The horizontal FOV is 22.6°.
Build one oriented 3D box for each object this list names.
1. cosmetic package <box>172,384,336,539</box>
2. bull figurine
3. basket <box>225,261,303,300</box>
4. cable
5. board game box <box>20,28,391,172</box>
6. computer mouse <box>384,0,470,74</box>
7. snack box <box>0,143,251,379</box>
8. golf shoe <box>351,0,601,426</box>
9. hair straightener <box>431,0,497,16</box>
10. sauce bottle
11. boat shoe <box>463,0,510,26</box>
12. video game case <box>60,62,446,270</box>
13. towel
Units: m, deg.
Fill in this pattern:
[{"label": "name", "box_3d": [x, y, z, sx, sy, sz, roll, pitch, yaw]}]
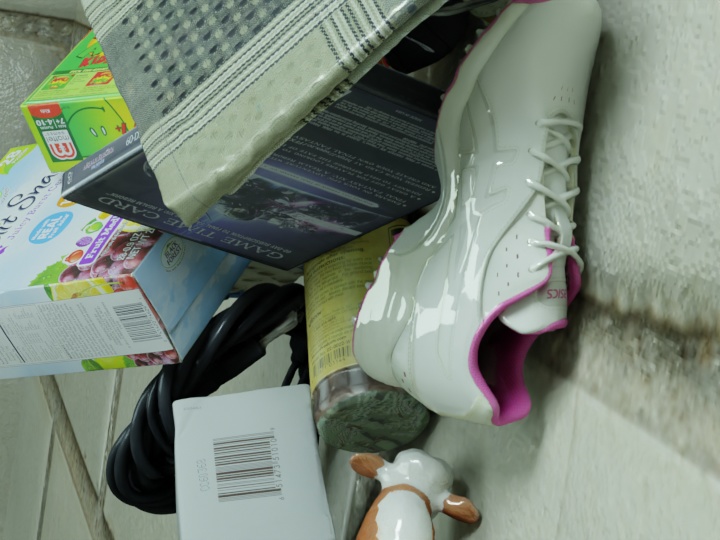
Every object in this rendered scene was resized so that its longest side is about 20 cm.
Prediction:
[{"label": "cosmetic package", "box_3d": [-0.056, 0.173, 0.992, 0.200, 0.081, 0.113, 88, 174, -45]}, {"label": "bull figurine", "box_3d": [0.019, 0.180, 0.843, 0.200, 0.065, 0.121, -96, 16, -45]}, {"label": "basket", "box_3d": [-0.101, -0.057, 1.190, 0.200, 0.139, 0.177, -3, 79, 43]}, {"label": "cable", "box_3d": [-0.074, 0.087, 1.052, 0.051, 0.163, 0.200, 48, 130, 21]}, {"label": "board game box", "box_3d": [-0.079, -0.107, 1.011, 0.102, 0.200, 0.048, -59, -42, -46]}, {"label": "computer mouse", "box_3d": [0.023, -0.127, 0.894, 0.200, 0.046, 0.141, 56, -140, -68]}, {"label": "snack box", "box_3d": [-0.158, -0.014, 1.038, 0.068, 0.200, 0.169, 63, -144, -27]}, {"label": "golf shoe", "box_3d": [0.070, -0.025, 0.775, 0.092, 0.075, 0.200, 36, 114, 37]}, {"label": "hair straightener", "box_3d": [0.071, -0.192, 0.767, 0.200, 0.077, 0.041, -63, -26, -16]}, {"label": "sauce bottle", "box_3d": [0.000, 0.000, 0.985, 0.065, 0.065, 0.200, 118, 154, -51]}, {"label": "boat shoe", "box_3d": [0.052, -0.198, 0.840, 0.072, 0.076, 0.200, -41, 43, 30]}, {"label": "video game case", "box_3d": [-0.035, -0.051, 0.873, 0.200, 0.143, 0.019, -23, 57, 48]}, {"label": "towel", "box_3d": [-0.027, -0.131, 0.765, 0.200, 0.035, 0.193, -39, 43, 11]}]
